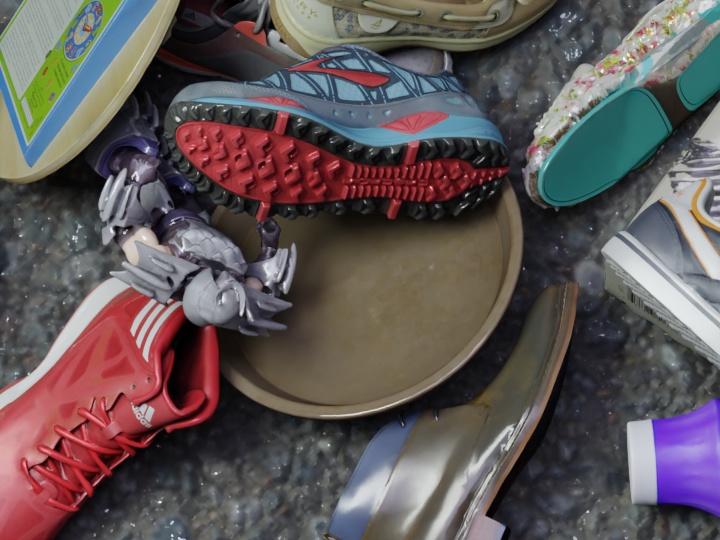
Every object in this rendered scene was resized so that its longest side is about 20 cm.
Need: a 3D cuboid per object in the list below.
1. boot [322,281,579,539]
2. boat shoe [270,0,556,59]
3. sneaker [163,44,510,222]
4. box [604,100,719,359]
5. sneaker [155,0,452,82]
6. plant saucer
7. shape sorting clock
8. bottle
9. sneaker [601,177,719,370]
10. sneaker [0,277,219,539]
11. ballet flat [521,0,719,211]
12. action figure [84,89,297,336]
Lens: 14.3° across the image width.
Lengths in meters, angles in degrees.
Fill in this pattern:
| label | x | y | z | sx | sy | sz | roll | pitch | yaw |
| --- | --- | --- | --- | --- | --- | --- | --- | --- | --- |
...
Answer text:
| label | x | y | z | sx | sy | sz | roll | pitch | yaw |
| --- | --- | --- | --- | --- | --- | --- | --- | --- | --- |
| boot | 0.054 | 0.086 | 1.608 | 0.096 | 0.075 | 0.201 | 20 | 77 | 8 |
| boat shoe | 0.045 | -0.168 | 1.662 | 0.199 | 0.063 | 0.074 | -18 | 71 | -32 |
| sneaker | -0.020 | -0.082 | 1.603 | 0.199 | 0.080 | 0.096 | 6 | 43 | -23 |
| box | 0.226 | -0.054 | 1.639 | 0.082 | 0.068 | 0.200 | 33 | 78 | 14 |
| sneaker | -0.045 | -0.137 | 1.686 | 0.199 | 0.082 | 0.077 | 13 | 73 | 10 |
| plant saucer | 0.000 | 0.000 | 1.640 | 0.199 | 0.030 | 0.201 | -9 | 57 | 15 |
| shape sorting clock | -0.157 | -0.139 | 1.662 | 0.039 | 0.200 | 0.201 | 26 | 72 | -28 |
| bottle | 0.248 | 0.101 | 1.588 | 0.199 | 0.065 | 0.084 | -3 | 69 | 5 |
| sneaker | 0.223 | 0.031 | 1.536 | 0.079 | 0.078 | 0.200 | -43 | 73 | -3 |
| sneaker | -0.153 | 0.090 | 1.597 | 0.078 | 0.115 | 0.201 | 36 | 76 | -27 |
| ballet flat | 0.164 | -0.110 | 1.674 | 0.200 | 0.076 | 0.064 | -37 | 41 | -11 |
| action figure | -0.103 | -0.030 | 1.606 | 0.069 | 0.130 | 0.200 | -46 | 39 | 9 |
